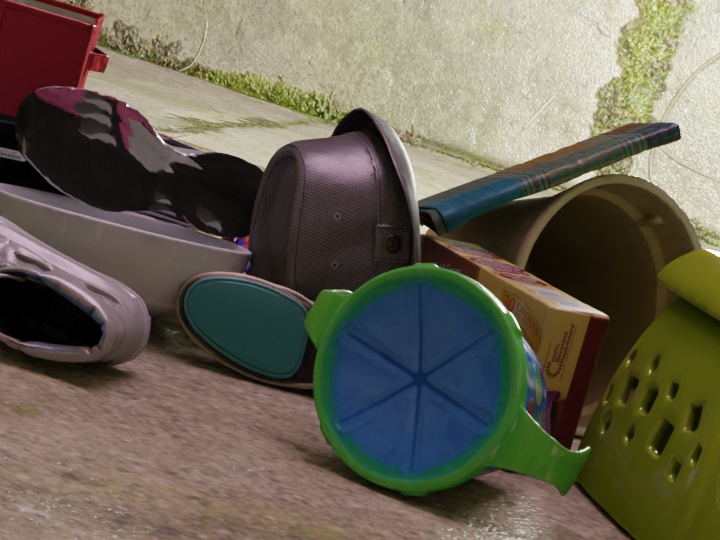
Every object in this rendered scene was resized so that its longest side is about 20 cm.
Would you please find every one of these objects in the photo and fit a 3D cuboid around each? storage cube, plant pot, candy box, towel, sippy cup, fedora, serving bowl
[{"bbox_3d":[-0.327,-0.154,1.824,0.198,0.181,0.171,17,8,-7],"label":"storage cube"},{"bbox_3d":[0.277,0.099,1.389,0.197,0.183,0.200,15,10,-17],"label":"plant pot"},{"bbox_3d":[0.091,0.056,1.511,0.056,0.118,0.200,11,11,-29],"label":"candy box"},{"bbox_3d":[0.138,-0.072,1.630,0.198,0.022,0.147,-20,6,-4],"label":"towel"},{"bbox_3d":[0.055,0.074,1.327,0.139,0.179,0.130,-26,-18,16],"label":"sippy cup"},{"bbox_3d":[-0.026,-0.016,1.542,0.089,0.202,0.177,-2,17,-22],"label":"fedora"},{"bbox_3d":[0.140,0.018,1.683,0.199,0.203,0.183,11,0,-35],"label":"plant pot"},{"bbox_3d":[-0.182,-0.008,1.531,0.198,0.066,0.200,16,3,-1],"label":"serving bowl"}]

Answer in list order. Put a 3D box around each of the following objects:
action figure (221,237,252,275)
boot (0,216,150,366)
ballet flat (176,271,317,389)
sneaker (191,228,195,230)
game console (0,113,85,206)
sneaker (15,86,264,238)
[{"bbox_3d":[-0.091,-0.007,1.812,0.065,0.052,0.200,11,7,-8],"label":"action figure"},{"bbox_3d":[-0.232,0.004,1.344,0.198,0.074,0.096,19,2,9],"label":"boot"},{"bbox_3d":[-0.034,0.055,1.484,0.198,0.070,0.069,20,8,-1],"label":"ballet flat"},{"bbox_3d":[-0.194,-0.064,1.884,0.085,0.079,0.199,-25,-24,25],"label":"sneaker"},{"bbox_3d":[-0.316,-0.082,1.629,0.199,0.176,0.117,10,39,-35],"label":"game console"},{"bbox_3d":[-0.170,-0.072,1.576,0.199,0.081,0.086,26,-8,-24],"label":"sneaker"}]
